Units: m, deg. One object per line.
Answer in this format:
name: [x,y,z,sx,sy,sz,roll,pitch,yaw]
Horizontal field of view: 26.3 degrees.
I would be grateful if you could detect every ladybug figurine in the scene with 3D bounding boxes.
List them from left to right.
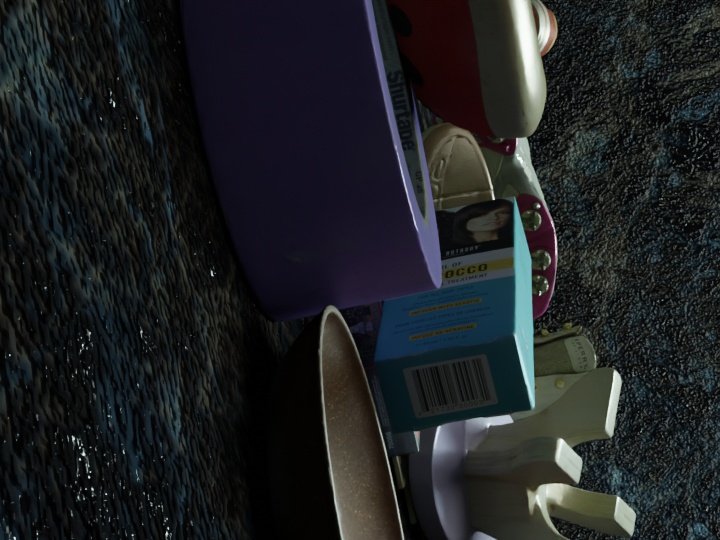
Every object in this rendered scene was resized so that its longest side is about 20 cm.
ladybug figurine: [0.050,-0.147,0.796,0.136,0.071,0.201,-94,169,-45]

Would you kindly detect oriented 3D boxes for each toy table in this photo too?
toy table: [0.127,0.160,1.163,0.200,0.116,0.185,25,70,-59]

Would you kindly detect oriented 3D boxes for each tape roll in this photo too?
tape roll: [-0.020,-0.081,0.758,0.200,0.084,0.202,-11,90,-83]

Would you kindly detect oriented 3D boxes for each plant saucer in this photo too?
plant saucer: [-0.010,0.118,0.707,0.200,0.036,0.202,-13,90,-83]

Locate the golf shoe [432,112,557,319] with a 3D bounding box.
golf shoe: [0.117,-0.062,1.229,0.092,0.075,0.202,-44,121,-68]

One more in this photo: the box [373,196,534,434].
box: [0.059,0.021,0.920,0.200,0.082,0.049,-79,156,-65]

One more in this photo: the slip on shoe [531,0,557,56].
slip on shoe: [0.064,-0.185,1.214,0.061,0.199,0.075,-3,94,-59]

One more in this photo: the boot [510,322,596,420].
boot: [0.114,0.078,1.250,0.200,0.153,0.073,74,4,-65]

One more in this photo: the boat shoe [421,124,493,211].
boat shoe: [0.050,-0.007,1.087,0.064,0.071,0.202,26,-56,53]

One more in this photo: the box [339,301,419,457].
box: [0.000,0.000,0.973,0.137,0.040,0.201,-80,158,-70]

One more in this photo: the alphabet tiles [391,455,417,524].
alphabet tiles: [0.023,0.084,1.166,0.166,0.006,0.202,-33,112,-82]
